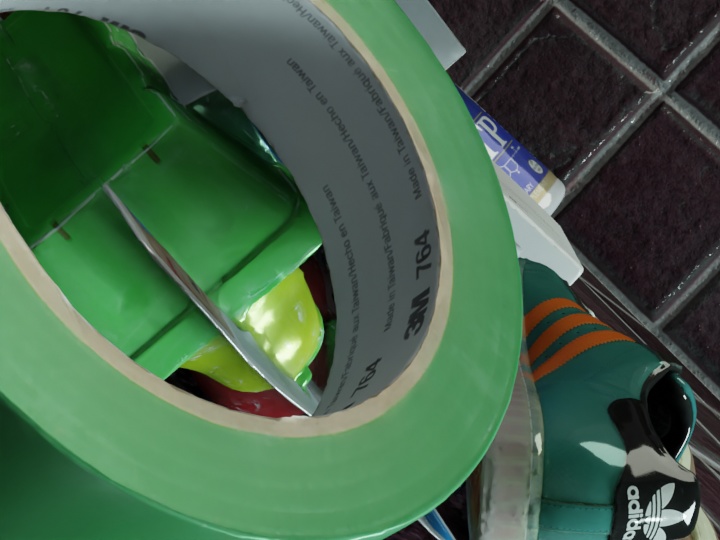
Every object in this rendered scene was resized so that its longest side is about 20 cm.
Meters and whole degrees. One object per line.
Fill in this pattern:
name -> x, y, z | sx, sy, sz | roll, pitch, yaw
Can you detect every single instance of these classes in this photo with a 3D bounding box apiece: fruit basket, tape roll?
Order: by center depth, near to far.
tape roll -> -0.047, -0.018, 0.442 | 0.200, 0.048, 0.201 | 23, 50, -31
fruit basket -> -0.045, -0.005, 0.595 | 0.200, 0.094, 0.185 | 40, 8, -43

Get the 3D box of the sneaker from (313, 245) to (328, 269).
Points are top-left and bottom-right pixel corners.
sneaker -> 0.000, 0.000, 0.735 | 0.081, 0.074, 0.200 | 29, -22, 18

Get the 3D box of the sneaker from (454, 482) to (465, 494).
sneaker -> 0.074, 0.086, 0.767 | 0.082, 0.074, 0.200 | 38, 5, 6

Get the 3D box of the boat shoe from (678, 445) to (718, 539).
boat shoe -> 0.132, 0.109, 0.924 | 0.075, 0.075, 0.202 | 34, 10, -15

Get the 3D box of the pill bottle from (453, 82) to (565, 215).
pill bottle -> 0.048, -0.086, 1.357 | 0.200, 0.120, 0.120 | 42, 8, -2

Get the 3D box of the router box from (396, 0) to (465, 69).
router box -> -0.038, -0.195, 0.982 | 0.200, 0.052, 0.157 | 50, 1, -23

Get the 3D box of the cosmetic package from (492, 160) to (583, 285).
cosmetic package -> 0.063, -0.004, 1.056 | 0.085, 0.108, 0.200 | 42, 9, -2

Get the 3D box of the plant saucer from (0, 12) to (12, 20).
plant saucer -> -0.170, -0.150, 0.683 | 0.200, 0.037, 0.200 | 41, 13, -12

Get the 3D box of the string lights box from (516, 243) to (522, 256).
string lights box -> -0.022, -0.040, 0.869 | 0.200, 0.059, 0.103 | 18, 23, -46

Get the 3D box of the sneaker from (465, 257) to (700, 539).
sneaker -> 0.081, 0.051, 0.654 | 0.080, 0.072, 0.200 | 5, 22, 2
